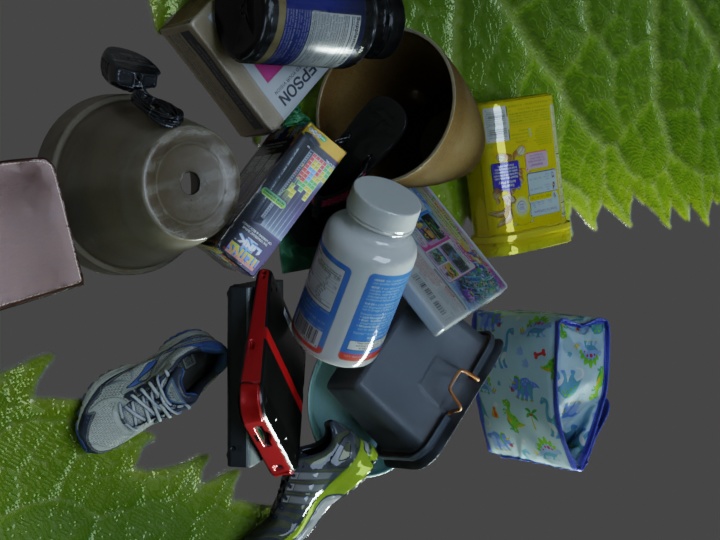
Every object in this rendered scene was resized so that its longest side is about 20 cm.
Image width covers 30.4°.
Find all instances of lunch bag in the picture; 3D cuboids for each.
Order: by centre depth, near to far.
[{"bbox_3d":[0.239,0.157,1.771,0.126,0.169,0.203,3,90,-36],"label":"lunch bag"}]

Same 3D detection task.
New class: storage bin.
[{"bbox_3d":[0.063,0.122,1.619,0.134,0.145,0.201,42,67,-20],"label":"storage bin"}]

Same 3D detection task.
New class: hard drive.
[{"bbox_3d":[-0.121,0.114,1.532,0.139,0.032,0.203,-14,104,-77],"label":"hard drive"}]

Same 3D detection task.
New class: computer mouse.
[{"bbox_3d":[-0.230,-0.186,1.388,0.058,0.200,0.034,8,114,-29],"label":"computer mouse"}]

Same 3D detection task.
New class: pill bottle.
[{"bbox_3d":[-0.052,-0.281,1.468,0.198,0.111,0.113,-4,95,-38],"label":"pill bottle"},{"bbox_3d":[0.000,0.000,1.508,0.111,0.112,0.202,-2,126,-37],"label":"pill bottle"}]

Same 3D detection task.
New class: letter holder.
[{"bbox_3d":[-0.399,-0.028,1.318,0.199,0.100,0.144,-19,102,-35],"label":"letter holder"}]

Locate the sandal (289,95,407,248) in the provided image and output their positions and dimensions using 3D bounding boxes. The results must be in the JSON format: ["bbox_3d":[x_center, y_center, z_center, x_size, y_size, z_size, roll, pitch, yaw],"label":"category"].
[{"bbox_3d":[-0.023,-0.116,1.524,0.075,0.045,0.201,38,100,10],"label":"sandal"}]

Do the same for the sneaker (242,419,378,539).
[{"bbox_3d":[-0.074,0.259,1.588,0.200,0.074,0.081,-45,107,-10],"label":"sneaker"}]

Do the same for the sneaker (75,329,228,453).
[{"bbox_3d":[-0.226,0.131,1.466,0.200,0.085,0.078,-40,115,-28],"label":"sneaker"}]

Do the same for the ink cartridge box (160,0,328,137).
[{"bbox_3d":[-0.108,-0.283,1.541,0.165,0.075,0.201,50,63,-27],"label":"ink cartridge box"}]

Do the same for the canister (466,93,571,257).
[{"bbox_3d":[0.207,-0.130,1.783,0.147,0.086,0.203,-12,99,-36],"label":"canister"}]

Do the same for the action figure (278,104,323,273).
[{"bbox_3d":[-0.065,-0.104,1.597,0.117,0.054,0.203,-10,92,-35],"label":"action figure"}]

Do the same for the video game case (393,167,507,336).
[{"bbox_3d":[0.077,-0.028,1.630,0.201,0.024,0.182,51,34,8],"label":"video game case"}]

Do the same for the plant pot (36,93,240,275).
[{"bbox_3d":[-0.221,-0.092,1.404,0.198,0.173,0.203,-2,93,-36],"label":"plant pot"}]

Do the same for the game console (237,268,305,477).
[{"bbox_3d":[-0.099,0.122,1.506,0.201,0.031,0.179,73,16,-57],"label":"game console"}]

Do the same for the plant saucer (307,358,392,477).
[{"bbox_3d":[0.006,0.158,1.676,0.198,0.036,0.203,-2,93,-37],"label":"plant saucer"}]

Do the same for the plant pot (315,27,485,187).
[{"bbox_3d":[0.073,-0.176,1.629,0.199,0.185,0.189,19,80,-60],"label":"plant pot"}]

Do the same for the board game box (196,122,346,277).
[{"bbox_3d":[-0.105,-0.078,1.453,0.057,0.200,0.166,37,84,-14],"label":"board game box"}]
